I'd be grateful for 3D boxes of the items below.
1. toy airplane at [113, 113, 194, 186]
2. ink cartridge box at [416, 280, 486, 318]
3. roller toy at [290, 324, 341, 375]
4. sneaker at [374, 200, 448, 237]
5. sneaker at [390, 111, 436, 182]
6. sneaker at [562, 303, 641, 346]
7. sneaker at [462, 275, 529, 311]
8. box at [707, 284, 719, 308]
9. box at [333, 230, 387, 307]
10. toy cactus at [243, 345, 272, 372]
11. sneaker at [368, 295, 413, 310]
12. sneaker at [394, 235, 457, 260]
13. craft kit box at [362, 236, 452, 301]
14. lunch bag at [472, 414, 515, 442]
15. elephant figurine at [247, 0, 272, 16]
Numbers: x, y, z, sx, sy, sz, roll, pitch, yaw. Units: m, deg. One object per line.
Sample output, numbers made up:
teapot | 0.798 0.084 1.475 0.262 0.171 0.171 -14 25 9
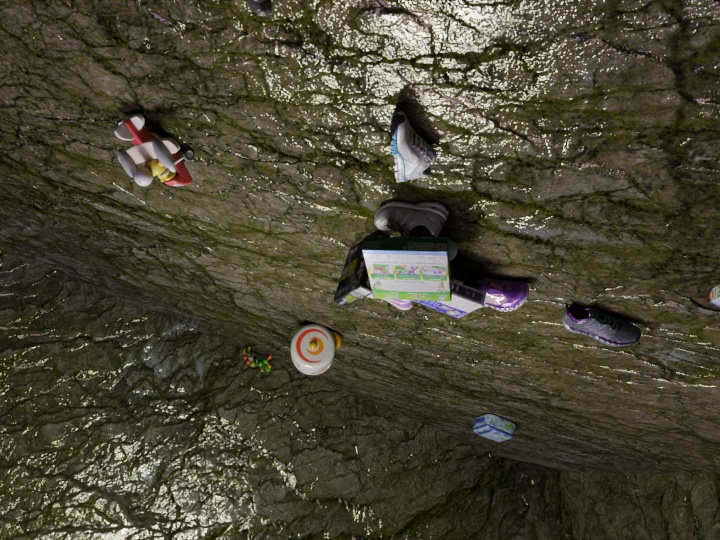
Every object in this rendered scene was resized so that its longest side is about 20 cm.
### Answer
toy airplane | -0.510 -0.274 1.590 0.195 0.144 0.201 19 159 1
ink cartridge box | 0.204 0.062 1.740 0.196 0.044 0.198 19 165 -6
roller toy | -0.188 0.317 2.657 0.196 0.186 0.140 18 158 2
sneaker | 0.107 -0.110 1.538 0.197 0.083 0.075 -3 149 42
sneaker | 0.103 -0.239 1.276 0.085 0.077 0.200 3 160 12
sneaker | 0.622 0.138 1.711 0.196 0.076 0.088 11 152 22
sneaker | 0.345 0.052 1.738 0.198 0.082 0.088 -3 142 46
box | 0.859 0.073 1.405 0.196 0.035 0.110 20 159 -2
box | 0.000 0.000 1.784 0.044 0.163 0.199 23 159 -17
toy cactus | -0.544 0.449 3.430 0.198 0.104 0.164 32 174 -34
sneaker | 0.063 0.040 1.929 0.197 0.074 0.115 19 163 16
sneaker | 0.149 -0.049 1.590 0.195 0.076 0.082 -5 170 -14
craft kit box | 0.115 -0.001 1.559 0.195 0.049 0.199 2 141 12
lunch bag | 0.624 0.740 3.119 0.158 0.084 0.200 24 157 -6
elephant figurine | -0.221 -0.450 0.930 0.139 0.157 0.201 -19 133 24
